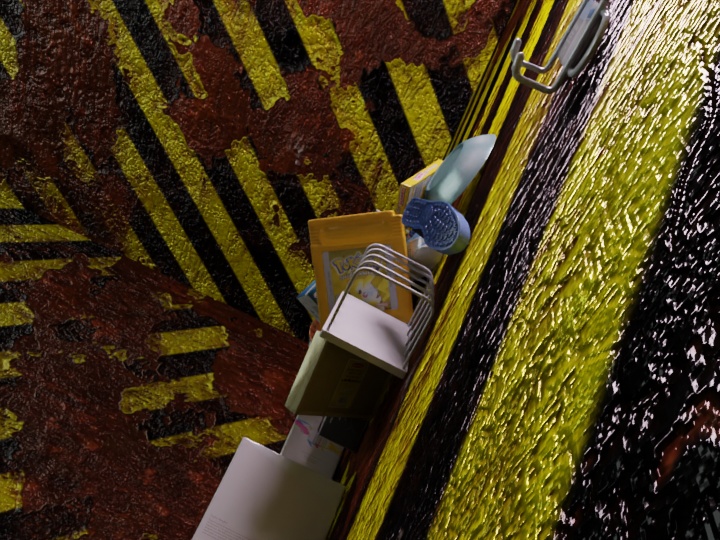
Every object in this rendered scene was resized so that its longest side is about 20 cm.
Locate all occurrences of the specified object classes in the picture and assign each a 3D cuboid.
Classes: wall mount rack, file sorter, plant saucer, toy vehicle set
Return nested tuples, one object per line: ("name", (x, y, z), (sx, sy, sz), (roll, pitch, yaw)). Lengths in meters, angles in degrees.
("wall mount rack", (0.214, -0.280, 0.595), (0.200, 0.074, 0.175), (-66, 0, -59))
("file sorter", (0.038, 0.050, 0.918), (0.125, 0.138, 0.200), (-63, 0, 15))
("plant saucer", (0.169, -0.180, 1.083), (0.202, 0.039, 0.201), (-53, 9, 12))
("toy vehicle set", (-0.022, 0.173, 0.938), (0.199, 0.026, 0.125), (21, -85, -50))

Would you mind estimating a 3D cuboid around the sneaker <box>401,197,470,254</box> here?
("sneaker", (0.130, -0.063, 0.886), (0.071, 0.077, 0.200), (-63, 21, 11))

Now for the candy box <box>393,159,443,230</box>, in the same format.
("candy box", (0.117, -0.148, 1.155), (0.200, 0.026, 0.103), (-39, -31, -54))

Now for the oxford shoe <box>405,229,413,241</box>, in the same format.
("oxford shoe", (0.127, -0.067, 1.171), (0.071, 0.072, 0.202), (-60, -6, -70))

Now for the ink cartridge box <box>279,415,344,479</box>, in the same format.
("ink cartridge box", (-0.099, 0.381, 1.310), (0.129, 0.124, 0.201), (113, -179, -56))

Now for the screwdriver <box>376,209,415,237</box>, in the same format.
("screwdriver", (0.087, -0.082, 1.161), (0.029, 0.200, 0.028), (15, -72, -49))

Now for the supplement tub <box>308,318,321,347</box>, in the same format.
("supplement tub", (-0.044, 0.184, 1.297), (0.201, 0.121, 0.123), (72, -144, -50))

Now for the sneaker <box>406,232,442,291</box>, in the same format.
("sneaker", (0.104, -0.018, 1.096), (0.200, 0.071, 0.073), (123, 162, -58))

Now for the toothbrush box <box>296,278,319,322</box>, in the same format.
("toothbrush box", (-0.023, 0.013, 1.182), (0.200, 0.085, 0.146), (-46, 6, -15))

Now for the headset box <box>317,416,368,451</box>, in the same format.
("headset box", (-0.019, 0.255, 1.113), (0.200, 0.074, 0.150), (109, -175, -77))

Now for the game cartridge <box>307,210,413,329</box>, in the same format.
("game cartridge", (0.000, 0.000, 1.049), (0.032, 0.174, 0.203), (-32, -65, -75))

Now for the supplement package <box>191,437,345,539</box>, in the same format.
("supplement package", (-0.157, 0.419, 0.954), (0.147, 0.190, 0.201), (115, -179, -59))
